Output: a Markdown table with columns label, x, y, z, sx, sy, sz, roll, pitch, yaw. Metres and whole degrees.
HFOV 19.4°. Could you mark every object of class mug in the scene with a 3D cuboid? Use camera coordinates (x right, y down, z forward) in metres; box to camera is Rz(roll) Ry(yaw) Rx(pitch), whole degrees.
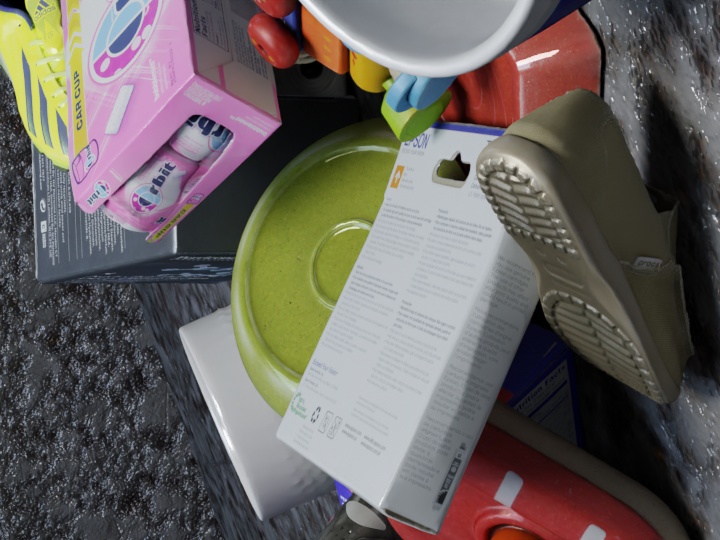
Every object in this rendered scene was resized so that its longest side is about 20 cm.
| label | x | y | z | sx | sy | sz | roll | pitch | yaw |
| --- | --- | --- | --- | --- | --- | --- | --- | --- | --- |
| mug | -0.019 | 0.083 | 1.502 | 0.200 | 0.174 | 0.149 | 83 | 162 | -66 |

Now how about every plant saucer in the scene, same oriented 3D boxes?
| label | x | y | z | sx | sy | sz | roll | pitch | yaw |
| --- | --- | --- | --- | --- | --- | --- | --- | --- | --- |
| plant saucer | 0.064 | -0.114 | 1.124 | 0.200 | 0.036 | 0.201 | 84 | 159 | -54 |
| plant saucer | 0.000 | 0.000 | 1.244 | 0.031 | 0.199 | 0.201 | 27 | -151 | -57 |

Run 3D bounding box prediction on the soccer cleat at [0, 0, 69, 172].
| label | x | y | z | sx | sy | sz | roll | pitch | yaw |
| --- | --- | --- | --- | --- | --- | --- | --- | --- | --- |
| soccer cleat | -0.191 | -0.133 | 1.323 | 0.200 | 0.064 | 0.084 | 52 | 149 | 39 |

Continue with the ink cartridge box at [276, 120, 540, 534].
| label | x | y | z | sx | sy | sz | roll | pitch | yaw |
| --- | --- | --- | --- | --- | --- | --- | --- | --- | --- |
| ink cartridge box | 0.034 | 0.022 | 1.110 | 0.202 | 0.040 | 0.199 | -67 | 18 | 0 |

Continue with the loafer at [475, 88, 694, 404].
| label | x | y | z | sx | sy | sz | roll | pitch | yaw |
| --- | --- | --- | --- | --- | --- | --- | --- | --- | --- |
| loafer | 0.121 | -0.009 | 0.989 | 0.075 | 0.068 | 0.200 | 30 | 162 | 39 |

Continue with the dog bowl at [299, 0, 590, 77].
| label | x | y | z | sx | sy | sz | roll | pitch | yaw |
| --- | --- | --- | --- | --- | --- | --- | --- | --- | --- |
| dog bowl | 0.029 | -0.188 | 0.874 | 0.199 | 0.079 | 0.202 | 32 | 138 | 34 |

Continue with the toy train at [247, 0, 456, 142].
| label | x | y | z | sx | sy | sz | roll | pitch | yaw |
| --- | --- | --- | --- | --- | --- | --- | --- | --- | --- |
| toy train | 0.004 | -0.117 | 1.147 | 0.116 | 0.084 | 0.200 | 48 | 168 | 12 |

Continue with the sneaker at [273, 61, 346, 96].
| label | x | y | z | sx | sy | sz | roll | pitch | yaw |
| --- | --- | --- | --- | --- | --- | --- | --- | --- | --- |
| sneaker | -0.042 | -0.098 | 1.534 | 0.112 | 0.072 | 0.202 | -174 | 62 | -77 |

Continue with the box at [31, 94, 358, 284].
| label | x | y | z | sx | sy | sz | roll | pitch | yaw |
| --- | --- | --- | --- | --- | --- | --- | --- | --- | --- |
| box | -0.112 | -0.052 | 1.409 | 0.199 | 0.147 | 0.108 | -11 | 81 | 55 |

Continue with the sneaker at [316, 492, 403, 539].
| label | x | y | z | sx | sy | sz | roll | pitch | yaw |
| --- | --- | --- | --- | --- | --- | --- | --- | --- | --- |
| sneaker | 0.007 | 0.207 | 1.332 | 0.079 | 0.095 | 0.201 | 25 | 147 | 29 |

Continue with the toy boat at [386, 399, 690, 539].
| label | x | y | z | sx | sy | sz | roll | pitch | yaw |
| --- | --- | --- | --- | --- | --- | --- | --- | --- | --- |
| toy boat | 0.087 | 0.170 | 1.164 | 0.199 | 0.131 | 0.131 | 30 | 146 | 9 |

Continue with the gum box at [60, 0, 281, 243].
| label | x | y | z | sx | sy | sz | roll | pitch | yaw |
| --- | --- | --- | --- | --- | --- | --- | --- | --- | --- |
| gum box | -0.114 | -0.123 | 1.230 | 0.066 | 0.113 | 0.201 | 27 | -145 | -33 |

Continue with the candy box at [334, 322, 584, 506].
| label | x | y | z | sx | sy | sz | roll | pitch | yaw |
| --- | --- | --- | --- | --- | --- | --- | --- | --- | --- |
| candy box | 0.055 | 0.103 | 1.316 | 0.168 | 0.077 | 0.201 | 25 | 142 | 35 |
